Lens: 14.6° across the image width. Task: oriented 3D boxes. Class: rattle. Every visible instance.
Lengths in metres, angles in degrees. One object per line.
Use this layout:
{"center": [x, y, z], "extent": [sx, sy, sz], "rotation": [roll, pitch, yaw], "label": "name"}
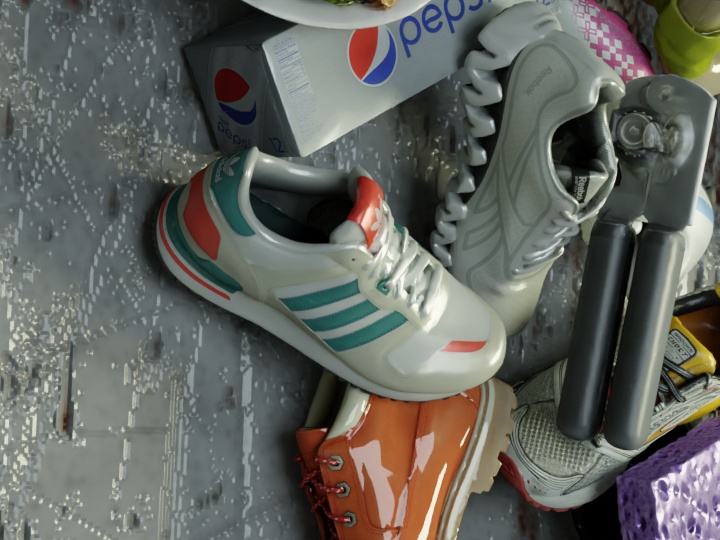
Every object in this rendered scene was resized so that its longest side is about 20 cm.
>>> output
{"center": [0.233, -0.190, 1.559], "extent": [0.199, 0.143, 0.130], "rotation": [-32, 140, 0], "label": "rattle"}

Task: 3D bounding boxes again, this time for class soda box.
{"center": [0.009, -0.124, 1.450], "extent": [0.200, 0.068, 0.064], "rotation": [-31, 110, -35], "label": "soda box"}

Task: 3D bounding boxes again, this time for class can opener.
{"center": [0.151, -0.005, 1.494], "extent": [0.067, 0.053, 0.201], "rotation": [15, 85, -68], "label": "can opener"}

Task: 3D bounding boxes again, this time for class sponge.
{"center": [0.205, 0.139, 1.587], "extent": [0.200, 0.030, 0.112], "rotation": [-25, 114, -51], "label": "sponge"}

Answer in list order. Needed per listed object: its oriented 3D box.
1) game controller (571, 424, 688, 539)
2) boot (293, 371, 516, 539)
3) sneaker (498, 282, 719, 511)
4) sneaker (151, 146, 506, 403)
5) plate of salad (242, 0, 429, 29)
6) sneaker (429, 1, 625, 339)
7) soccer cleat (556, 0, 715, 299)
{"center": [0.187, 0.170, 1.621], "extent": [0.104, 0.042, 0.200], "rotation": [-47, 119, -29], "label": "game controller"}
{"center": [-0.001, 0.130, 1.453], "extent": [0.107, 0.075, 0.201], "rotation": [28, 71, -26], "label": "boot"}
{"center": [0.147, 0.060, 1.545], "extent": [0.200, 0.082, 0.078], "rotation": [-33, 77, -33], "label": "sneaker"}
{"center": [0.000, -0.001, 1.396], "extent": [0.199, 0.093, 0.071], "rotation": [27, 55, -19], "label": "sneaker"}
{"center": [-0.027, -0.213, 1.395], "extent": [0.199, 0.048, 0.201], "rotation": [12, 62, -24], "label": "plate of salad"}
{"center": [0.089, -0.038, 1.476], "extent": [0.075, 0.081, 0.201], "rotation": [-30, 140, -39], "label": "sneaker"}
{"center": [0.135, -0.068, 1.551], "extent": [0.200, 0.070, 0.087], "rotation": [54, 48, -28], "label": "soccer cleat"}
